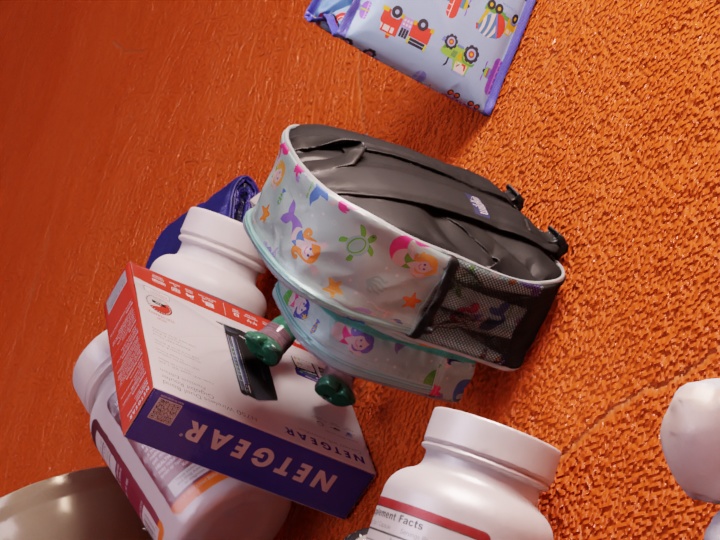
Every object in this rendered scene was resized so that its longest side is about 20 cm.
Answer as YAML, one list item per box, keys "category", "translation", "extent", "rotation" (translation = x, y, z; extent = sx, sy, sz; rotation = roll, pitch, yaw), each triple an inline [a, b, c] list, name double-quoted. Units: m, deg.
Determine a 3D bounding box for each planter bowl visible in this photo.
- category: "planter bowl"
  translation: [-0.261, 0.284, 1.442]
  extent: [0.200, 0.199, 0.136]
  rotation: [-44, 60, 39]

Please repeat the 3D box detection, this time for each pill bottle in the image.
- category: "pill bottle"
  translation: [0.051, 0.192, 0.963]
  extent: [0.112, 0.111, 0.202]
  rotation: [2, 70, 63]
- category: "pill bottle"
  translation: [-0.155, 0.051, 1.483]
  extent: [0.119, 0.119, 0.202]
  rotation: [8, 75, 64]
- category: "pill bottle"
  translation: [-0.151, 0.140, 1.294]
  extent: [0.115, 0.113, 0.200]
  rotation: [-54, 54, 22]

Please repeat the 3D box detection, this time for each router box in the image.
- category: "router box"
  translation: [-0.097, 0.092, 1.242]
  extent: [0.049, 0.198, 0.180]
  rotation: [-55, 28, 19]

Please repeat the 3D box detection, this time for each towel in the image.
- category: "towel"
  translation: [-0.172, -0.005, 1.659]
  extent: [0.199, 0.049, 0.149]
  rotation: [-25, 40, 56]

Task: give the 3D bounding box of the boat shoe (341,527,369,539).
- category: "boat shoe"
  translation: [-0.034, 0.256, 1.129]
  extent: [0.202, 0.073, 0.060]
  rotation: [-66, 28, 21]

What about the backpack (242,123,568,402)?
- category: "backpack"
  translation: [0.016, -0.012, 1.094]
  extent: [0.152, 0.198, 0.178]
  rotation: [-58, 32, 16]

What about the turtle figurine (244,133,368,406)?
- category: "turtle figurine"
  translation: [0.000, 0.000, 1.254]
  extent: [0.148, 0.101, 0.201]
  rotation: [23, 70, 23]

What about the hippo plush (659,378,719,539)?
- category: "hippo plush"
  translation: [0.245, 0.082, 0.694]
  extent: [0.160, 0.161, 0.200]
  rotation: [-26, 1, 30]

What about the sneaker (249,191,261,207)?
- category: "sneaker"
  translation: [-0.038, -0.054, 1.428]
  extent: [0.082, 0.074, 0.200]
  rotation: [-38, 17, -10]

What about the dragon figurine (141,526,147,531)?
- category: "dragon figurine"
  translation: [-0.121, 0.150, 1.402]
  extent: [0.201, 0.058, 0.100]
  rotation: [-52, 28, 27]

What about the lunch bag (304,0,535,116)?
- category: "lunch bag"
  translation: [0.072, -0.251, 1.258]
  extent: [0.202, 0.149, 0.094]
  rotation: [-62, 25, 8]
